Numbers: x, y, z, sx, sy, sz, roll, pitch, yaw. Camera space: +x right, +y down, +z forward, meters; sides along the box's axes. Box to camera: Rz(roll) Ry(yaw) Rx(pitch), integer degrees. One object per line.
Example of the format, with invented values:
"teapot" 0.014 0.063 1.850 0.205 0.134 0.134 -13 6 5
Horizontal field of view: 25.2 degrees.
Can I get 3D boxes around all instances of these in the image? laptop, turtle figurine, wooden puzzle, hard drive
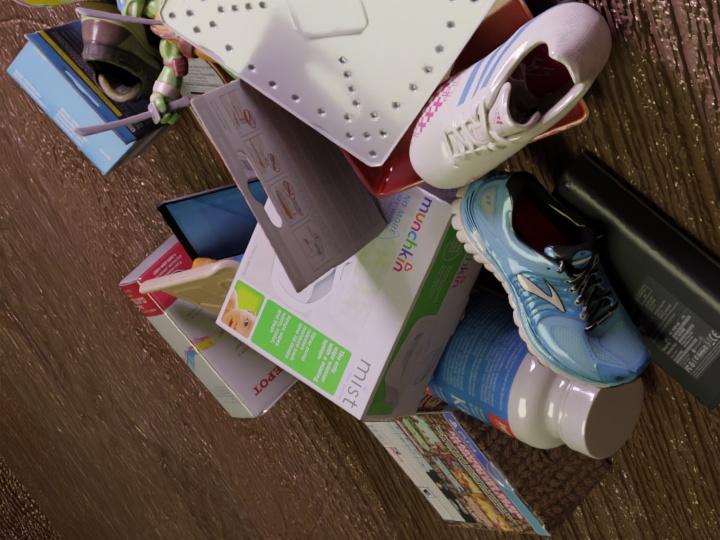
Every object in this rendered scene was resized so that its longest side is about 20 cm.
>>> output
"laptop" -0.076 -0.012 1.571 0.200 0.103 0.177 39 171 17
"turtle figurine" -0.136 -0.167 1.373 0.194 0.200 0.144 19 121 2
"wooden puzzle" -0.098 0.023 1.621 0.200 0.046 0.185 19 165 -28
"hard drive" 0.222 0.011 1.242 0.200 0.033 0.140 41 157 11

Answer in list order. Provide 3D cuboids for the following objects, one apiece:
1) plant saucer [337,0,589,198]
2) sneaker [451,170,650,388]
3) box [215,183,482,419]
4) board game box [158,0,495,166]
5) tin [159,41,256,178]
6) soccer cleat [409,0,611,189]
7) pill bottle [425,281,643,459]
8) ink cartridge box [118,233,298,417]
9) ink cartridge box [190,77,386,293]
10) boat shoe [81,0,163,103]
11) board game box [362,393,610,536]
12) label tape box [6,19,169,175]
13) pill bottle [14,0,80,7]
"plant saucer" 0.041 -0.166 1.168 0.199 0.037 0.200 -19 115 35
"sneaker" 0.152 0.007 1.216 0.200 0.078 0.090 49 153 -8
"box" 0.000 0.000 1.382 0.176 0.200 0.097 33 -165 30
"board game box" -0.022 -0.196 1.131 0.200 0.026 0.200 34 132 -2
"tin" -0.122 -0.154 1.547 0.112 0.042 0.200 8 137 49
"soccer cleat" 0.091 -0.110 1.107 0.070 0.086 0.200 40 132 -9
"pill bottle" 0.142 0.088 1.401 0.200 0.112 0.112 25 149 41
"ink cartridge box" -0.140 0.042 1.757 0.200 0.146 0.083 51 157 -12
"ink cartridge box" -0.064 -0.069 1.224 0.047 0.200 0.160 -27 95 25
"boat shoe" -0.228 -0.194 1.552 0.072 0.066 0.201 13 167 12
"board game box" 0.118 0.168 1.591 0.160 0.097 0.200 51 156 -14
"label tape box" -0.275 -0.172 1.606 0.144 0.063 0.200 47 -165 -4
"pill bottle" -0.259 -0.296 1.456 0.200 0.104 0.104 6 135 56
